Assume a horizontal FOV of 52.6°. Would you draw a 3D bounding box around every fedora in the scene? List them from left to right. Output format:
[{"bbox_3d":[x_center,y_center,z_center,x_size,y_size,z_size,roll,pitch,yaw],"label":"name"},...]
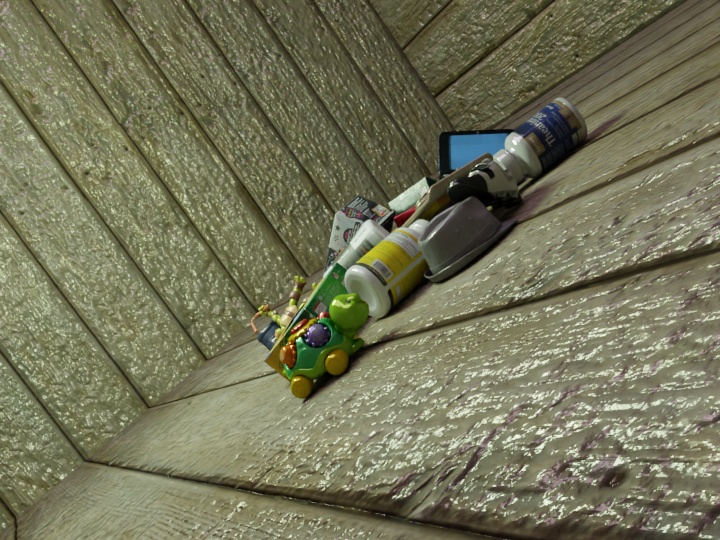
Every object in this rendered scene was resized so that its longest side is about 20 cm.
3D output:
[{"bbox_3d":[0.180,-0.070,1.335,0.199,0.091,0.177,-38,6,-12],"label":"fedora"}]

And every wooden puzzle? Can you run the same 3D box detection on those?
[{"bbox_3d":[0.176,-0.144,1.500,0.183,0.037,0.200,-32,-12,-27],"label":"wooden puzzle"}]

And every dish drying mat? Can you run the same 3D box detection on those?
[{"bbox_3d":[0.174,-0.153,1.752,0.197,0.019,0.077,-21,-13,6],"label":"dish drying mat"}]

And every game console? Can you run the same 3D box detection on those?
[{"bbox_3d":[0.284,-0.272,1.744,0.195,0.121,0.171,-2,12,6],"label":"game console"}]

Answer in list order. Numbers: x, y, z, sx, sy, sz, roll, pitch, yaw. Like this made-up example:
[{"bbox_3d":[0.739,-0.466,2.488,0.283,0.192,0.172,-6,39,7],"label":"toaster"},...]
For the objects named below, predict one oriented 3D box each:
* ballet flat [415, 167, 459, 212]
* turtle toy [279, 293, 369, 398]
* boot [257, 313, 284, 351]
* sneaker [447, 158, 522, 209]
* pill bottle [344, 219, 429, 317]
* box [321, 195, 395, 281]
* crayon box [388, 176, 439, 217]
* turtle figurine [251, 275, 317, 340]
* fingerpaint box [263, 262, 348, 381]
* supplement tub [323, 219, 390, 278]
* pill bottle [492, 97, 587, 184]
[{"bbox_3d":[0.183,-0.181,1.610,0.199,0.047,0.068,-34,-13,-33],"label":"ballet flat"},{"bbox_3d":[-0.061,0.120,1.250,0.199,0.102,0.146,-36,6,15],"label":"turtle toy"},{"bbox_3d":[-0.151,0.124,1.731,0.200,0.090,0.073,-42,-19,-37],"label":"boot"},{"bbox_3d":[0.231,-0.173,1.406,0.198,0.090,0.073,2,-18,-45],"label":"sneaker"},{"bbox_3d":[0.072,-0.010,1.415,0.199,0.113,0.112,-39,6,-28],"label":"pill bottle"},{"bbox_3d":[-0.008,-0.054,1.765,0.132,0.113,0.203,-44,-28,-54],"label":"box"},{"bbox_3d":[0.177,-0.163,1.831,0.126,0.052,0.198,-33,-25,30],"label":"crayon box"},{"bbox_3d":[-0.146,0.103,1.663,0.198,0.065,0.163,19,70,37],"label":"turtle figurine"},{"bbox_3d":[-0.096,0.101,1.480,0.167,0.073,0.201,-51,4,32],"label":"fingerpaint box"},{"bbox_3d":[0.000,0.000,1.612,0.201,0.122,0.123,-49,4,10],"label":"supplement tub"},{"bbox_3d":[0.386,-0.274,1.590,0.199,0.112,0.111,-37,6,-2],"label":"pill bottle"}]
